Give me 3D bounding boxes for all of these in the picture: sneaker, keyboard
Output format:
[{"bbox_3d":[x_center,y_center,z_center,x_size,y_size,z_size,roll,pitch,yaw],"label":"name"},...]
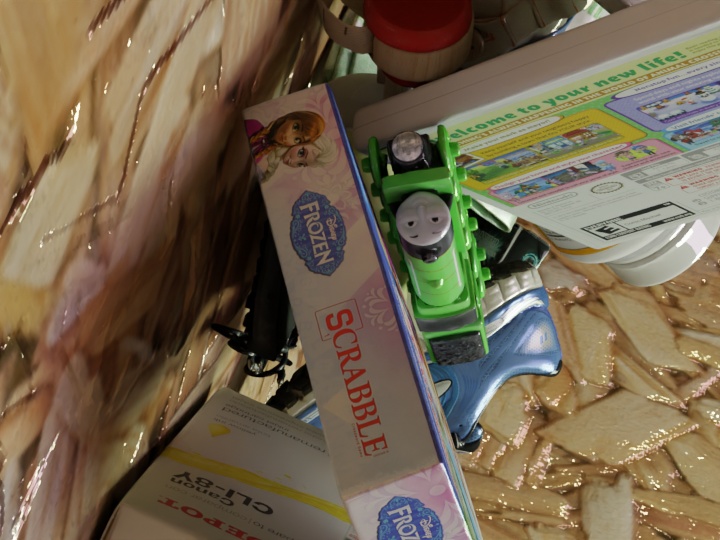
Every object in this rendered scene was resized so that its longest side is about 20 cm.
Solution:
[{"bbox_3d":[0.026,0.075,1.181,0.199,0.090,0.079,-28,-172,1],"label":"sneaker"},{"bbox_3d":[-0.047,0.002,1.002,0.200,0.039,0.105,-59,156,-82],"label":"keyboard"}]

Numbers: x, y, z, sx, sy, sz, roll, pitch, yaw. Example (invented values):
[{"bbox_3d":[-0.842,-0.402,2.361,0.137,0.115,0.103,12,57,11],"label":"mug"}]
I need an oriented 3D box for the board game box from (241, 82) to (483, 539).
[{"bbox_3d":[0.013,0.062,0.851,0.200,0.041,0.201,70,3,-49],"label":"board game box"}]

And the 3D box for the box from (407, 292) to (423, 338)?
[{"bbox_3d":[0.020,-0.028,1.178,0.200,0.068,0.083,-66,167,-78],"label":"box"}]

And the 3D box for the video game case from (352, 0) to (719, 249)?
[{"bbox_3d":[0.129,-0.063,0.892,0.182,0.199,0.022,19,63,-46],"label":"video game case"}]

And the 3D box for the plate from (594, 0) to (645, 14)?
[{"bbox_3d":[0.105,-0.189,0.904,0.200,0.032,0.201,32,52,-43],"label":"plate"}]

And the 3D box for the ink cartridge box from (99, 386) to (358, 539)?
[{"bbox_3d":[-0.039,0.143,0.995,0.200,0.144,0.084,-51,165,-74],"label":"ink cartridge box"}]

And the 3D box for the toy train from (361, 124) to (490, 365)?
[{"bbox_3d":[0.033,-0.006,0.926,0.200,0.041,0.057,67,15,-70],"label":"toy train"}]

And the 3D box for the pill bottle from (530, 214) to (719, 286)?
[{"bbox_3d":[0.123,-0.080,1.203,0.109,0.200,0.110,-31,-146,24],"label":"pill bottle"}]

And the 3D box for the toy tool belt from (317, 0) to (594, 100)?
[{"bbox_3d":[0.052,-0.128,0.954,0.123,0.124,0.201,93,19,-50],"label":"toy tool belt"}]

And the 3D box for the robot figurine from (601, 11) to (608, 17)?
[{"bbox_3d":[0.101,-0.175,1.293,0.201,0.112,0.169,-67,159,1],"label":"robot figurine"}]

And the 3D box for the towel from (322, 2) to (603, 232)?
[{"bbox_3d":[0.068,-0.143,1.062,0.023,0.152,0.201,9,-109,50],"label":"towel"}]

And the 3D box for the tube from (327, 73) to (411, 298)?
[{"bbox_3d":[0.000,0.000,1.029,0.058,0.052,0.201,-70,166,-49],"label":"tube"}]

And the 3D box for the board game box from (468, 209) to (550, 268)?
[{"bbox_3d":[0.038,0.015,1.317,0.136,0.028,0.200,-56,-158,1],"label":"board game box"}]
